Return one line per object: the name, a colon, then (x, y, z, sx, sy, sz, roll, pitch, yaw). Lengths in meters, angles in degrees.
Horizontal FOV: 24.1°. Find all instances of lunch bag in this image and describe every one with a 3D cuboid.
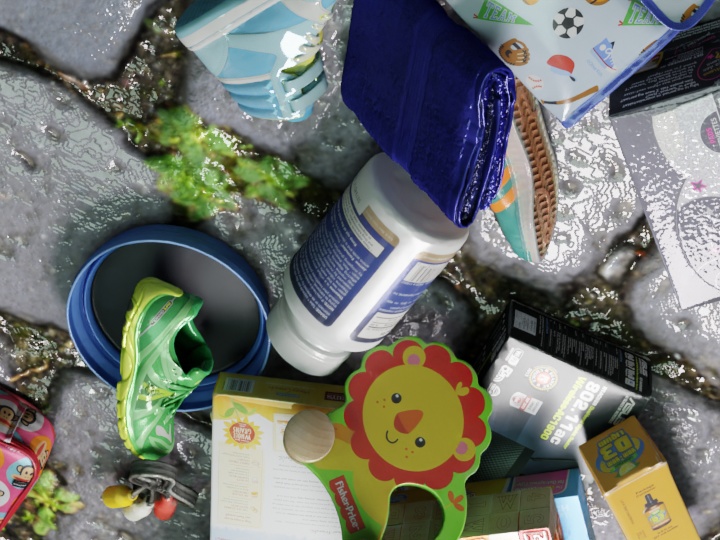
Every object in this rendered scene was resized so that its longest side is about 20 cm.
lunch bag: (-0.427, 0.179, 1.719, 0.199, 0.082, 0.176, 31, 127, -11)
lunch bag: (0.177, -0.242, 1.306, 0.200, 0.124, 0.170, -40, 112, 16)

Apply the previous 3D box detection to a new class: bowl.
bowl: (-0.179, 0.045, 1.607, 0.198, 0.040, 0.202, 4, 125, 6)

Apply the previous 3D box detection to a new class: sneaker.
sneaker: (-0.182, 0.102, 1.577, 0.083, 0.074, 0.202, 11, 125, 6)
sneaker: (-0.043, -0.197, 1.396, 0.199, 0.080, 0.131, -20, 118, 32)
sneaker: (0.118, -0.093, 1.453, 0.079, 0.072, 0.201, 6, 132, 27)

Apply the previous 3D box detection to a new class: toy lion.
toy lion: (0.037, 0.169, 1.525, 0.190, 0.069, 0.202, -21, 81, -6)

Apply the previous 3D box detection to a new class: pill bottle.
pill bottle: (0.000, 0.000, 1.503, 0.110, 0.111, 0.200, 31, 123, -13)

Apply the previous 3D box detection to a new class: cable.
cable: (-0.201, 0.225, 1.678, 0.096, 0.051, 0.200, 15, 166, -12)

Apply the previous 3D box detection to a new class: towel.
towel: (0.055, -0.148, 1.357, 0.049, 0.200, 0.149, -11, 131, -29)

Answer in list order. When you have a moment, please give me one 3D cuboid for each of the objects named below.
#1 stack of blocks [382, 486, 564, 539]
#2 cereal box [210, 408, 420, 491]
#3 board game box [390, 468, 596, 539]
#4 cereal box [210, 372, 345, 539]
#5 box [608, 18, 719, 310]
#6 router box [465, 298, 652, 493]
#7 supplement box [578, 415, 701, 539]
stack of blocks: (0.093, 0.277, 1.583, 0.198, 0.059, 0.116, -9, 121, 14)
cereal box: (-0.040, 0.183, 1.681, 0.197, 0.040, 0.145, -2, 123, 11)
board game box: (0.130, 0.274, 1.636, 0.198, 0.040, 0.154, -10, 121, 15)
cereal box: (-0.073, 0.197, 1.636, 0.142, 0.040, 0.202, 7, 124, 2)
box: (0.296, -0.088, 1.393, 0.131, 0.115, 0.201, -15, 121, 19)
router box: (0.166, 0.142, 1.606, 0.148, 0.062, 0.201, 22, 125, -8)
supplement box: (0.270, 0.222, 1.598, 0.066, 0.069, 0.200, -28, 140, 3)
